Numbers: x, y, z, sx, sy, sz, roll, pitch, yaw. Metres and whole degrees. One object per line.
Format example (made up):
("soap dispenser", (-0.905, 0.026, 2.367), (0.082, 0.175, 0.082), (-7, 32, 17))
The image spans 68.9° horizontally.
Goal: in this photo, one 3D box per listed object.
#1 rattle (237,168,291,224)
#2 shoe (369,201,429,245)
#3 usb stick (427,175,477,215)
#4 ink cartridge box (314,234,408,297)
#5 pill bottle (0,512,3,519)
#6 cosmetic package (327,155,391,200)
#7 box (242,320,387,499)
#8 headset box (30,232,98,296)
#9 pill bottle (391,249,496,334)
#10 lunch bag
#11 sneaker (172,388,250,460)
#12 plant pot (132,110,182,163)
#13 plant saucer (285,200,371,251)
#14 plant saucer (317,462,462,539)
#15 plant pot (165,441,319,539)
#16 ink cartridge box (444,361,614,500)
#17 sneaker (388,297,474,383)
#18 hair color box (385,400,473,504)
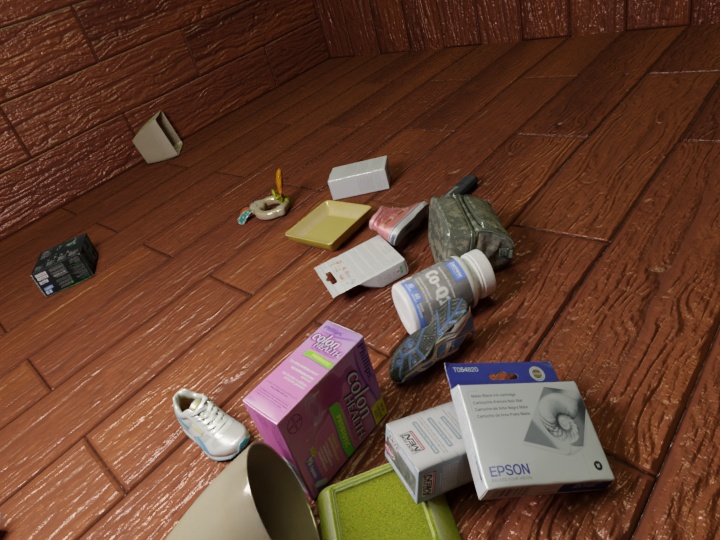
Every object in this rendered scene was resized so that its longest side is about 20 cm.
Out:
("rattle", (-0.338, -0.241, 1.745), (0.192, 0.145, 0.134), (0, 54, 17))
("shoe", (0.103, -0.144, 1.381), (0.089, 0.073, 0.199), (32, 44, 17))
("usb stick", (0.261, -0.209, 1.474), (0.054, 0.033, 0.199), (17, 47, 42))
("ink cartridge box", (0.000, 0.000, 1.293), (0.195, 0.051, 0.161), (-29, 33, -9))
("pill bottle", (-0.694, 0.491, 0.865), (0.108, 0.115, 0.203), (-9, 32, 15))
("cosmetic package", (-0.001, -0.301, 1.712), (0.192, 0.073, 0.103), (-9, 33, 16))
("box", (-0.066, 0.225, 0.866), (0.095, 0.181, 0.199), (14, 43, 41))
("headset box", (-1.020, -0.027, 1.823), (0.169, 0.095, 0.200), (-25, 32, -10))
("pill bottle", (0.171, 0.042, 1.072), (0.194, 0.117, 0.114), (-25, 32, -10))
("lunch bag", (0.250, -0.084, 1.207), (0.160, 0.144, 0.203), (-2, 32, -5))
("sneaker", (-0.285, 0.286, 0.983), (0.195, 0.083, 0.076), (11, 40, 37))
("plant pot", (-1.064, -0.675, 2.732), (0.173, 0.203, 0.202), (-27, 31, 4))
("plant saucer", (-0.088, -0.125, 1.518), (0.195, 0.050, 0.199), (13, 44, 40))
("plant saucer", (0.033, 0.356, 0.742), (0.193, 0.049, 0.202), (-21, 32, -1))
("plant pot", (-0.182, 0.377, 0.724), (0.196, 0.190, 0.189), (-33, 32, 2))
("ink cartridge box", (0.232, 0.208, 0.745), (0.191, 0.041, 0.205), (1, 48, -14))
("sneaker", (0.138, 0.145, 0.982), (0.198, 0.077, 0.076), (-40, 36, 1))
("hair color box", (0.142, 0.252, 0.774), (0.193, 0.063, 0.099), (-11, 27, -23))
